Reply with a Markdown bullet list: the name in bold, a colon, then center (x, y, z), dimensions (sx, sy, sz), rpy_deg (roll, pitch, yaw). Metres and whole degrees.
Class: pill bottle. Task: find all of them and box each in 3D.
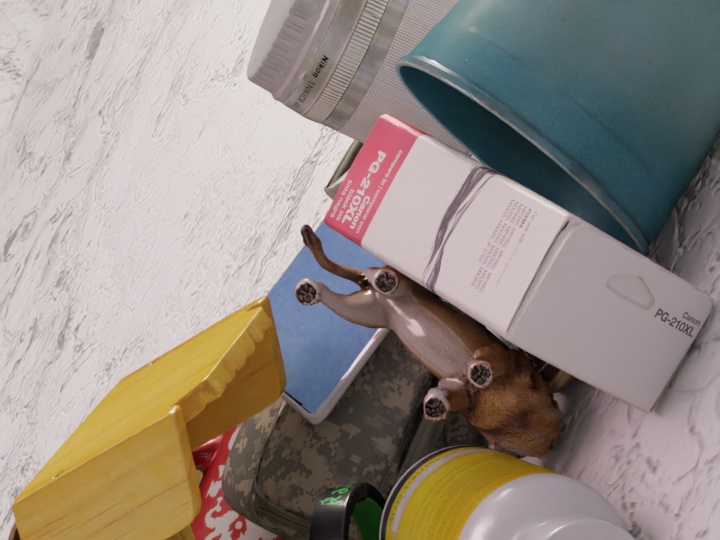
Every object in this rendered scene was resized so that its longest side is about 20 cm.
- **pill bottle**: center (0.093, 0.170, 1.525), dimensions (0.112, 0.112, 0.200), rpy_deg (-66, 19, -4)

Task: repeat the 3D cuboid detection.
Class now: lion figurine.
- **lion figurine**: center (0.046, 0.044, 1.648), dimensions (0.072, 0.200, 0.122), rpy_deg (-43, -11, 15)

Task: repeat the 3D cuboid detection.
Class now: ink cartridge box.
- **ink cartridge box**: center (0.096, -0.006, 1.592), dimensions (0.200, 0.145, 0.085), rpy_deg (33, 95, 50)

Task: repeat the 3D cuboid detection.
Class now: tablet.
- **tablet**: center (0.000, 0.000, 1.746), dimensions (0.200, 0.014, 0.130), rpy_deg (-53, 38, -1)

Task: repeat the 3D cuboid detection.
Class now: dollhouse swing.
- **dollhouse swing**: center (-0.103, 0.156, 1.655), dimensions (0.181, 0.176, 0.200), rpy_deg (-30, 9, 23)

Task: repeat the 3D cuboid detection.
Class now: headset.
- **headset**: center (-0.003, 0.236, 1.635), dimensions (0.123, 0.094, 0.201), rpy_deg (-10, -93, -72)

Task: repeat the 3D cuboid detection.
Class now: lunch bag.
- **lunch bag**: center (0.013, 0.106, 1.776), dimensions (0.201, 0.139, 0.168), rpy_deg (-65, 24, -5)

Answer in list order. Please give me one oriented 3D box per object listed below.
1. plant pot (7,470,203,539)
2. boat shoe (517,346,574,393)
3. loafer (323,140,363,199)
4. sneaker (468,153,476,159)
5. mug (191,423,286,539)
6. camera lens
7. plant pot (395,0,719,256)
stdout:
- **plant pot**: center (-0.165, 0.185, 2.108), dimensions (0.186, 0.186, 0.200), rpy_deg (-47, 12, 40)
- **boat shoe**: center (0.108, 0.009, 1.741), dimensions (0.072, 0.072, 0.200), rpy_deg (-55, 22, 26)
- **loafer**: center (0.036, -0.136, 2.105), dimensions (0.201, 0.070, 0.070), rpy_deg (-66, 19, -3)
- **sneaker**: center (0.120, -0.084, 1.846), dimensions (0.200, 0.073, 0.071), rpy_deg (-41, 20, 31)
- **mug**: center (-0.090, 0.194, 1.890), dimensions (0.133, 0.177, 0.201), rpy_deg (-15, 46, 47)
- **camera lens**: center (0.035, -0.167, 1.930), dimensions (0.160, 0.199, 0.160), rpy_deg (-156, 90, -80)
- **plant pot**: center (0.157, -0.139, 1.645), dimensions (0.188, 0.200, 0.200), rpy_deg (-51, 19, -5)
